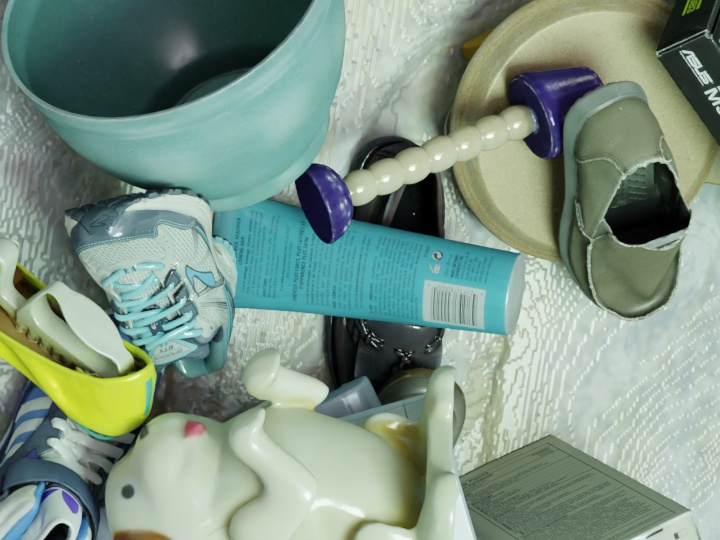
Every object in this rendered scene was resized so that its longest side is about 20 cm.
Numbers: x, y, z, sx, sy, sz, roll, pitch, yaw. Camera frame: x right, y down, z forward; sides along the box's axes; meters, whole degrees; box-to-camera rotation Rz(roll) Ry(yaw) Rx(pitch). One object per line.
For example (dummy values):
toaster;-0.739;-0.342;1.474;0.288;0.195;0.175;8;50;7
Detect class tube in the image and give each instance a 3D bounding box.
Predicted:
tube;0.000;0.000;1.614;0.200;0.050;0.078;9;93;13

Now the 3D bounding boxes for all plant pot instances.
plant pot;-0.093;-0.120;1.533;0.200;0.200;0.134;-37;138;-11

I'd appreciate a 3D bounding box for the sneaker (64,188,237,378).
sneaker;-0.113;0.011;1.530;0.077;0.200;0.087;-11;73;14

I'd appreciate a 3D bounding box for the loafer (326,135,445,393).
loafer;0.022;0.017;1.658;0.072;0.063;0.200;-2;100;-22

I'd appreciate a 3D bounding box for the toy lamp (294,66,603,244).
toy lamp;0.059;-0.074;1.594;0.200;0.058;0.058;-22;107;-16

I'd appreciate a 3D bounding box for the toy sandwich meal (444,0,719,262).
toy sandwich meal;0.148;-0.102;1.689;0.205;0.070;0.206;-5;110;-13

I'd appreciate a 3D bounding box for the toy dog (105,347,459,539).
toy dog;-0.049;0.135;1.526;0.200;0.140;0.194;6;135;-2

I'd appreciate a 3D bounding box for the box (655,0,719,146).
box;0.277;-0.123;1.683;0.200;0.047;0.193;52;39;-21

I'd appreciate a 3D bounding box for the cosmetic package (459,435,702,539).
cosmetic package;0.132;0.177;1.658;0.103;0.200;0.073;-24;107;-15

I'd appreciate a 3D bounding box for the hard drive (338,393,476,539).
hard drive;-0.033;0.164;1.597;0.200;0.027;0.132;-16;98;4

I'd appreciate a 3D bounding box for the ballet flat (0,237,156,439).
ballet flat;-0.200;0.020;1.526;0.200;0.067;0.067;36;47;7

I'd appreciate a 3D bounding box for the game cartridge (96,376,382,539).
game cartridge;-0.057;0.166;1.628;0.200;0.041;0.133;-26;101;5

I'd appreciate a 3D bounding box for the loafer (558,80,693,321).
loafer;0.165;-0.028;1.619;0.075;0.070;0.200;-24;141;-5

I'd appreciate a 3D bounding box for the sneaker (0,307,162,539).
sneaker;-0.169;0.119;1.555;0.081;0.146;0.200;41;84;-23

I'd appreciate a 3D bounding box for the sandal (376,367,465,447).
sandal;0.017;0.157;1.667;0.082;0.055;0.200;18;114;-18
